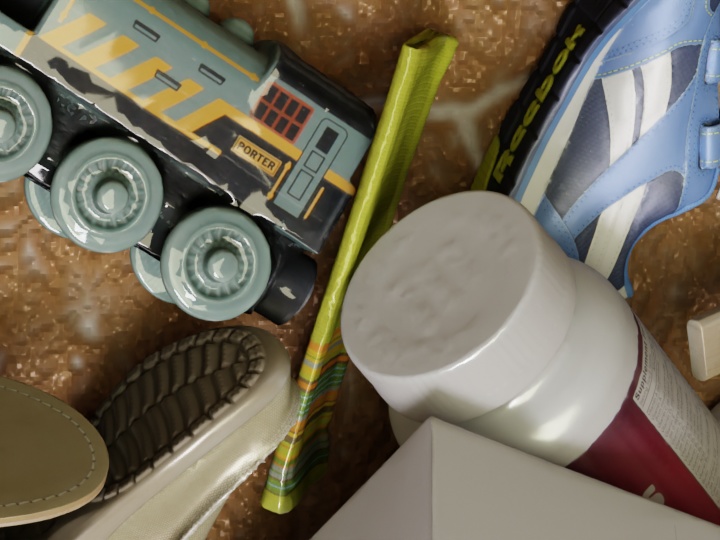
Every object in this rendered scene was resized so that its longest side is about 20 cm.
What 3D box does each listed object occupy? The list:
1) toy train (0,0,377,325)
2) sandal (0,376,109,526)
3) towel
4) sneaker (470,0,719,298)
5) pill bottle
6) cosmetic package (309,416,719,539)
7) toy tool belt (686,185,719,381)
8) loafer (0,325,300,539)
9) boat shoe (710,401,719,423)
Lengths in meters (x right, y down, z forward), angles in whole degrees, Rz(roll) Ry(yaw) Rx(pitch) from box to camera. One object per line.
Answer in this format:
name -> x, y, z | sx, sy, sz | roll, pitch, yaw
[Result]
toy train -> -0.089, -0.061, 1.171 | 0.200, 0.085, 0.114 | 33, 86, -16
sandal -> -0.208, 0.090, 1.167 | 0.210, 0.078, 0.070 | 0, 138, -8
towel -> 0.000, 0.000, 1.199 | 0.018, 0.086, 0.201 | 18, 102, 4
sneaker -> 0.119, -0.075, 1.210 | 0.082, 0.074, 0.201 | 26, 109, -14
pill bottle -> 0.079, 0.063, 1.191 | 0.109, 0.110, 0.200 | -40, 130, 2
cosmetic package -> 0.059, 0.184, 1.152 | 0.199, 0.123, 0.199 | 21, 135, -23
toy tool belt -> 0.214, -0.039, 1.213 | 0.122, 0.125, 0.201 | 12, 103, -23
loafer -> -0.091, 0.101, 1.192 | 0.200, 0.076, 0.068 | -42, 121, 20
boat shoe -> 0.160, 0.143, 1.284 | 0.073, 0.065, 0.201 | 19, 102, -16
